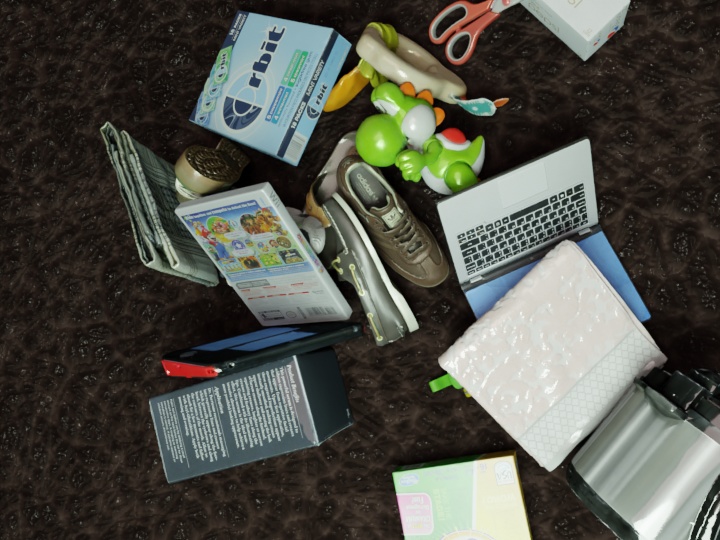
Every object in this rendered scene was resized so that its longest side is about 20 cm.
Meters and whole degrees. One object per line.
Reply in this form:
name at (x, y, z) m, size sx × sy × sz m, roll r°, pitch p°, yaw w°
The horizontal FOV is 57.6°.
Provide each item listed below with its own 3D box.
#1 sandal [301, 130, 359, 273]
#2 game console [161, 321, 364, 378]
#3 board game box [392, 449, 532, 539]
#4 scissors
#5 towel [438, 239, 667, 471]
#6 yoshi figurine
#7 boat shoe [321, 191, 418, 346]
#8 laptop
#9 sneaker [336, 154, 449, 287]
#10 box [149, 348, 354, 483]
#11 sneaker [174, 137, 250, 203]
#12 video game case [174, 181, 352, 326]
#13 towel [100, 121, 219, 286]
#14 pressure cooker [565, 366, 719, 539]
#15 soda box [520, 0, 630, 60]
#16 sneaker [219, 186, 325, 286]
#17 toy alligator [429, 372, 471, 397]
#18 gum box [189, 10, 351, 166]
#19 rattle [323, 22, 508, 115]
sandal at (-0.035, -0.094, 0.866) m, size 0.082 × 0.055 × 0.200 m, roll 26°, pitch 92°, yaw 16°
game console at (-0.120, 0.090, 0.781) m, size 0.177 × 0.200 × 0.031 m, roll -13°, pitch 90°, yaw 54°
board game box at (0.133, 0.331, 0.794) m, size 0.153 × 0.040 × 0.201 m, roll -13°, pitch 82°, yaw 14°
scissors at (0.167, -0.332, 0.807) m, size 0.200 × 0.014 × 0.073 m, roll -31°, pitch 81°, yaw 41°
towel at (0.220, 0.099, 0.740) m, size 0.200 × 0.032 × 0.191 m, roll -43°, pitch 99°, yaw 2°
yoshi figurine at (0.070, -0.128, 0.786) m, size 0.200 × 0.112 × 0.112 m, roll 45°, pitch 140°, yaw -11°
boat shoe at (0.000, 0.000, 0.818) m, size 0.060 × 0.072 × 0.201 m, roll -30°, pitch 97°, yaw 1°
laptop at (0.211, -0.011, 0.742) m, size 0.187 × 0.200 × 0.116 m, roll -24°, pitch 38°, yaw -1°
sneaker at (0.036, -0.056, 0.812) m, size 0.070 × 0.076 × 0.200 m, roll -40°, pitch 94°, yaw 5°
box at (-0.131, 0.178, 0.823) m, size 0.200 × 0.148 × 0.107 m, roll -17°, pitch 82°, yaw 13°
sneaker at (-0.205, -0.113, 0.850) m, size 0.067 × 0.200 × 0.090 m, roll 42°, pitch 106°, yaw -9°
video game case at (-0.114, -0.010, 0.783) m, size 0.143 × 0.200 × 0.018 m, roll -7°, pitch 40°, yaw 34°
towel at (-0.249, -0.079, 0.849) m, size 0.034 × 0.200 × 0.193 m, roll -22°, pitch 80°, yaw 6°
pressure cooker at (0.337, 0.196, 0.681) m, size 0.179 × 0.176 × 0.200 m, roll 39°, pitch 95°, yaw 16°
soda box at (0.233, -0.358, 0.811) m, size 0.068 × 0.064 × 0.200 m, roll -43°, pitch 76°, yaw 8°
sneaker at (-0.123, -0.021, 0.851) m, size 0.199 × 0.079 × 0.130 m, roll 29°, pitch 110°, yaw 40°
toy alligator at (0.172, 0.104, 0.794) m, size 0.200 × 0.054 × 0.059 m, roll -25°, pitch 80°, yaw 12°
gum box at (-0.126, -0.248, 0.874) m, size 0.200 × 0.045 × 0.170 m, roll 27°, pitch 93°, yaw 37°
rattle at (0.066, -0.214, 0.844) m, size 0.200 × 0.130 × 0.143 m, roll 30°, pitch 106°, yaw -11°
